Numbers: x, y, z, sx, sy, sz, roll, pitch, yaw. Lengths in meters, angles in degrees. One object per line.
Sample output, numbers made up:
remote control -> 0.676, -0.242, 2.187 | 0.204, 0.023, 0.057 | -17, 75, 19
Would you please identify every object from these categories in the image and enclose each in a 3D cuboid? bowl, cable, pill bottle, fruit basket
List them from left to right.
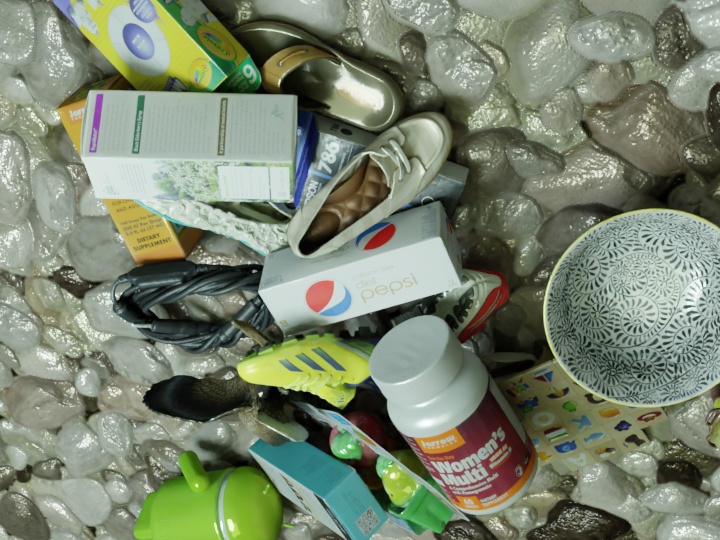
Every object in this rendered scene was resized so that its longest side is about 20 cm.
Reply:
cable -> -0.169, 0.045, 1.111 | 0.199, 0.051, 0.164 | -8, 145, 5
fruit basket -> 0.015, 0.219, 1.140 | 0.199, 0.094, 0.185 | 34, 167, -15
pill bottle -> 0.094, 0.147, 1.012 | 0.109, 0.110, 0.200 | -20, 123, 24
bowl -> 0.280, 0.025, 0.985 | 0.199, 0.094, 0.202 | 2, 108, 7

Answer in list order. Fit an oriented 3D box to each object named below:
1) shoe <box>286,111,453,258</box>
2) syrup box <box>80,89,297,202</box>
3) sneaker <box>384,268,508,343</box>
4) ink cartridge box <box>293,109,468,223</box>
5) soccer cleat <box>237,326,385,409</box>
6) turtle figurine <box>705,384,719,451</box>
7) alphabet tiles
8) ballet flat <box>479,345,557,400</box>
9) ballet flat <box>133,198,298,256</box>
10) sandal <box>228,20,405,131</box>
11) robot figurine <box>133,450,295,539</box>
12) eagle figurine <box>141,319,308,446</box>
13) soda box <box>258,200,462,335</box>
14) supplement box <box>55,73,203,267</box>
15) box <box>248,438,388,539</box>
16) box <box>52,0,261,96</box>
shoe -> 0.011, -0.078, 0.964 | 0.200, 0.053, 0.070 | -40, 95, 7
syrup box -> -0.161, -0.119, 0.958 | 0.198, 0.082, 0.079 | 2, 154, -2
sneaker -> 0.093, 0.066, 1.081 | 0.200, 0.085, 0.077 | -46, 59, 46
ink cartridge box -> 0.003, -0.091, 1.028 | 0.199, 0.039, 0.100 | 20, 124, 2
soccer cleat -> -0.038, 0.105, 1.036 | 0.064, 0.199, 0.084 | -14, 82, 46
turtle figurine -> 0.385, 0.165, 1.014 | 0.064, 0.162, 0.201 | -12, 117, 20
alphabet tiles -> 0.238, 0.158, 1.097 | 0.166, 0.006, 0.200 | -26, 130, 21
ballet flat -> 0.127, 0.128, 1.119 | 0.199, 0.069, 0.063 | -15, 108, 12
ballet flat -> -0.140, -0.072, 1.038 | 0.199, 0.072, 0.072 | 22, 127, -30
sandal -> -0.054, -0.185, 0.972 | 0.199, 0.054, 0.081 | 22, 123, 6
robot figurine -> -0.187, 0.316, 1.273 | 0.199, 0.116, 0.176 | -13, 123, 21
eagle figurine -> -0.131, 0.140, 1.128 | 0.200, 0.151, 0.152 | -38, 91, 34
soda box -> 0.000, 0.000, 1.013 | 0.199, 0.064, 0.068 | -16, 125, 17
supplement box -> -0.244, -0.103, 1.065 | 0.066, 0.069, 0.201 | -14, 114, 19
box -> -0.054, 0.248, 1.167 | 0.200, 0.049, 0.083 | 14, 141, 58
box -> -0.195, -0.225, 0.966 | 0.200, 0.048, 0.117 | 45, 139, -12
